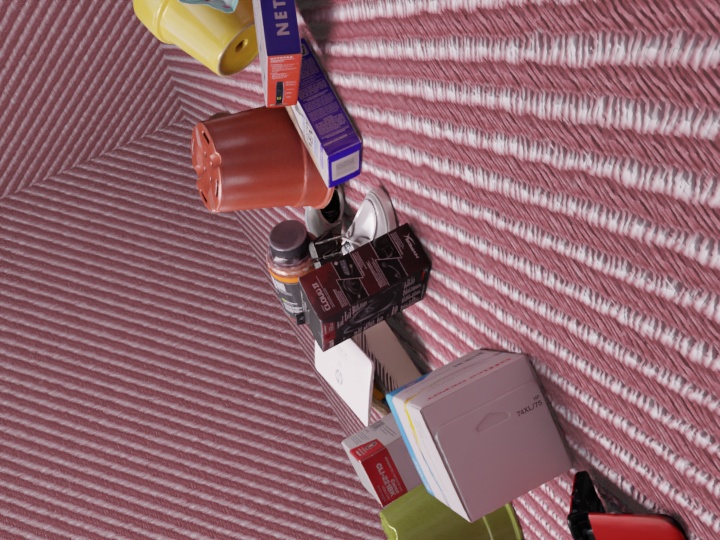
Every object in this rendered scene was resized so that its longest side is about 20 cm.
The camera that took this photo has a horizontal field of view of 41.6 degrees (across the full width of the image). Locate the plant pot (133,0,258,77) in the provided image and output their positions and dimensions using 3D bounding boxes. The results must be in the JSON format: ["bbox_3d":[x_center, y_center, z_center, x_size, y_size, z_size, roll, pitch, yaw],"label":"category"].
[{"bbox_3d":[-0.261,-0.451,1.651,0.189,0.200,0.201,46,166,11],"label":"plant pot"}]

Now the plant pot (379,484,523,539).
[{"bbox_3d":[0.138,0.413,1.562,0.202,0.188,0.201,61,170,19],"label":"plant pot"}]

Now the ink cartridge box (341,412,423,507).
[{"bbox_3d":[0.085,0.264,1.466,0.085,0.198,0.144,62,170,-7],"label":"ink cartridge box"}]

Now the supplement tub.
[{"bbox_3d":[-0.110,0.000,1.715,0.107,0.106,0.201,57,168,38],"label":"supplement tub"}]

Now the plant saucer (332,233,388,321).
[{"bbox_3d":[0.002,0.014,1.724,0.202,0.036,0.201,57,168,19],"label":"plant saucer"}]

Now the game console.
[{"bbox_3d":[0.304,0.316,0.981,0.202,0.117,0.172,67,-160,-7],"label":"game console"}]

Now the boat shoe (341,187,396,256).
[{"bbox_3d":[0.003,-0.038,1.450,0.072,0.068,0.201,54,149,28],"label":"boat shoe"}]

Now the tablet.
[{"bbox_3d":[-0.031,0.166,1.646,0.200,0.013,0.132,43,136,50],"label":"tablet"}]

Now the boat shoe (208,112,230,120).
[{"bbox_3d":[-0.372,-0.381,2.654,0.200,0.071,0.065,45,154,47],"label":"boat shoe"}]

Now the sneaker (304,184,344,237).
[{"bbox_3d":[-0.064,-0.102,1.721,0.201,0.072,0.071,80,166,-53],"label":"sneaker"}]

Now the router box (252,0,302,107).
[{"bbox_3d":[-0.121,-0.358,1.334,0.180,0.048,0.203,120,143,-78],"label":"router box"}]

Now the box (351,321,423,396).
[{"bbox_3d":[0.049,0.166,1.672,0.201,0.068,0.082,55,169,-10],"label":"box"}]

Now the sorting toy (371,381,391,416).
[{"bbox_3d":[0.010,0.186,1.768,0.200,0.036,0.186,38,-159,-57],"label":"sorting toy"}]

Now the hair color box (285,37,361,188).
[{"bbox_3d":[-0.068,-0.242,1.462,0.110,0.064,0.202,93,153,-69],"label":"hair color box"}]

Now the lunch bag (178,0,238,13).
[{"bbox_3d":[-0.220,-0.521,1.413,0.201,0.121,0.171,-58,46,33],"label":"lunch bag"}]

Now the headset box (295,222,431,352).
[{"bbox_3d":[-0.003,0.032,1.376,0.078,0.198,0.149,60,170,19],"label":"headset box"}]

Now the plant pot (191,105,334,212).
[{"bbox_3d":[-0.170,-0.186,1.583,0.201,0.193,0.204,41,137,53],"label":"plant pot"}]

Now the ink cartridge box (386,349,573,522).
[{"bbox_3d":[0.140,0.195,1.172,0.148,0.145,0.200,66,170,-1],"label":"ink cartridge box"}]

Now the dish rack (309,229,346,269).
[{"bbox_3d":[0.000,0.000,1.584,0.199,0.054,0.155,-12,100,49],"label":"dish rack"}]
